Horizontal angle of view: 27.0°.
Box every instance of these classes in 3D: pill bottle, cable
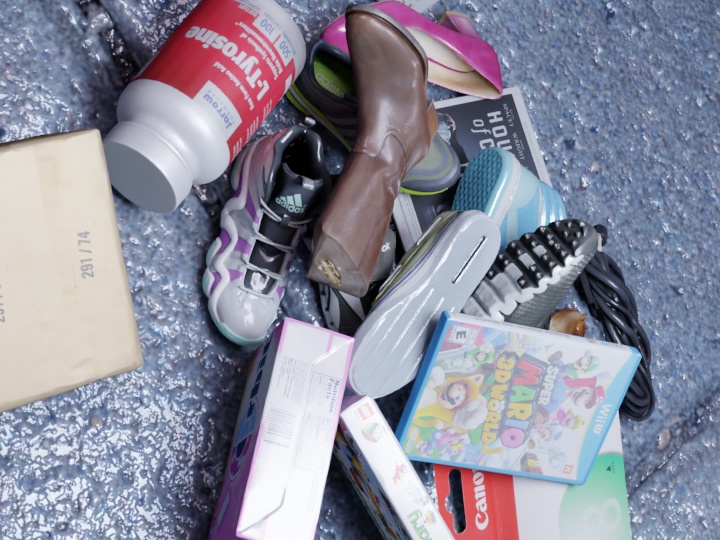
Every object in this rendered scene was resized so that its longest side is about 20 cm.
[{"bbox_3d":[-0.142,-0.150,1.323,0.112,0.112,0.201,42,60,-13],"label":"pill bottle"},{"bbox_3d":[0.256,0.052,1.478,0.050,0.163,0.201,-17,92,7],"label":"cable"}]

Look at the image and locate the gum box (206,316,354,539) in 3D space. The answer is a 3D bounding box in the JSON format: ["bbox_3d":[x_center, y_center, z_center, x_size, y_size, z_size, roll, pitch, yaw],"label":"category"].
[{"bbox_3d":[-0.068,0.145,1.274,0.066,0.113,0.201,18,67,-14],"label":"gum box"}]

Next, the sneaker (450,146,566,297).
[{"bbox_3d":[0.135,-0.005,1.447,0.130,0.079,0.201,23,93,-37],"label":"sneaker"}]

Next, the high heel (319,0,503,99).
[{"bbox_3d":[0.053,-0.207,1.472,0.199,0.067,0.096,-3,57,-43],"label":"high heel"}]

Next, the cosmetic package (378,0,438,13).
[{"bbox_3d":[0.053,-0.380,1.448,0.164,0.200,0.166,26,64,-21],"label":"cosmetic package"}]

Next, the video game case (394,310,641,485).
[{"bbox_3d":[0.139,0.117,1.342,0.199,0.018,0.144,11,112,-22],"label":"video game case"}]

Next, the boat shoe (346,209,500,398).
[{"bbox_3d":[0.049,0.029,1.335,0.200,0.062,0.072,-50,117,-14],"label":"boat shoe"}]

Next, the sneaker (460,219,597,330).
[{"bbox_3d":[0.145,0.037,1.364,0.200,0.067,0.090,-44,130,9],"label":"sneaker"}]

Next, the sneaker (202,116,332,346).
[{"bbox_3d":[-0.074,-0.042,1.313,0.077,0.140,0.202,14,69,-25],"label":"sneaker"}]

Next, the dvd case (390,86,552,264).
[{"bbox_3d":[0.100,-0.097,1.498,0.199,0.025,0.151,-15,84,-31],"label":"dvd case"}]

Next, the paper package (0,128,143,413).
[{"bbox_3d":[-0.283,0.004,1.178,0.190,0.103,0.202,-17,100,-33],"label":"paper package"}]

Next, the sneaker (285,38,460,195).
[{"bbox_3d":[0.011,-0.143,1.403,0.199,0.081,0.074,35,77,-3],"label":"sneaker"}]

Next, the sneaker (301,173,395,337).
[{"bbox_3d":[0.000,0.000,1.374,0.066,0.090,0.201,-19,86,-31],"label":"sneaker"}]

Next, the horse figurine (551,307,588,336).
[{"bbox_3d":[0.153,0.095,1.459,0.199,0.050,0.134,6,80,-31],"label":"horse figurine"}]

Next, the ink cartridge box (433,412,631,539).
[{"bbox_3d":[0.163,0.201,1.412,0.199,0.050,0.162,-12,98,-34],"label":"ink cartridge box"}]

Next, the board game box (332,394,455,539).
[{"bbox_3d":[0.031,0.202,1.311,0.034,0.126,0.201,-30,92,-14],"label":"board game box"}]

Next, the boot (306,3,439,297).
[{"bbox_3d":[-0.003,-0.096,1.272,0.201,0.064,0.187,-62,144,-25],"label":"boot"}]
